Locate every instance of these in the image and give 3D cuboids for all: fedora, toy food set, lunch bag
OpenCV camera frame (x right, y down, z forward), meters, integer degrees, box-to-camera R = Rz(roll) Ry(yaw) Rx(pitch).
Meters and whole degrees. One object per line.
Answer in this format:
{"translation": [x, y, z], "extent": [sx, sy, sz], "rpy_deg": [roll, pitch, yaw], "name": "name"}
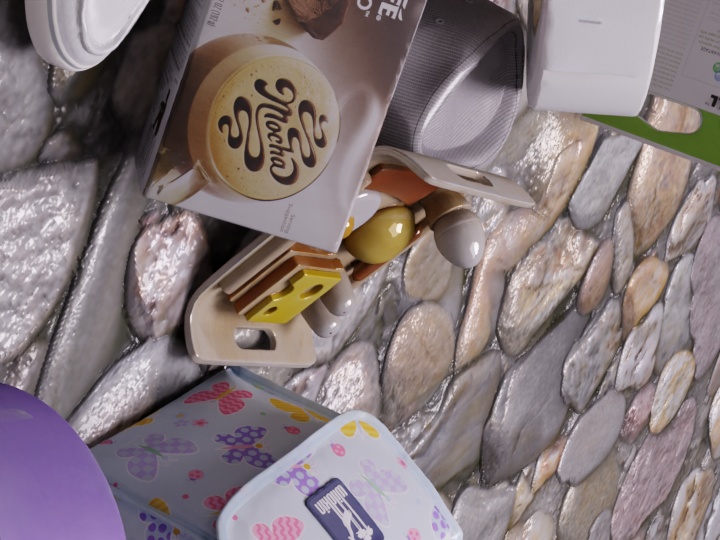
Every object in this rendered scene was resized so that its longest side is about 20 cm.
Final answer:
{"translation": [0.042, -0.116, 1.086], "extent": [0.200, 0.090, 0.178], "rpy_deg": [-32, 135, -45], "name": "fedora"}
{"translation": [0.000, 0.000, 1.049], "extent": [0.200, 0.061, 0.143], "rpy_deg": [-38, 159, 24], "name": "toy food set"}
{"translation": [-0.056, 0.155, 1.004], "extent": [0.169, 0.199, 0.128], "rpy_deg": [-28, 133, -47], "name": "lunch bag"}

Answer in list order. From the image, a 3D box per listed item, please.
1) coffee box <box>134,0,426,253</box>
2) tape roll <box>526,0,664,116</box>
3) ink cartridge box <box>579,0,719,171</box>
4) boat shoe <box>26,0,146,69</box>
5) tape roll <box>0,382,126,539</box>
{"translation": [-0.036, -0.126, 0.897], "extent": [0.112, 0.080, 0.201], "rpy_deg": [17, 105, -16], "name": "coffee box"}
{"translation": [0.148, -0.199, 1.067], "extent": [0.202, 0.070, 0.204], "rpy_deg": [4, 90, -89], "name": "tape roll"}
{"translation": [0.284, -0.192, 1.375], "extent": [0.076, 0.147, 0.202], "rpy_deg": [6, 106, -60], "name": "ink cartridge box"}
{"translation": [-0.097, -0.189, 0.816], "extent": [0.072, 0.068, 0.201], "rpy_deg": [29, 84, -60], "name": "boat shoe"}
{"translation": [-0.205, 0.148, 0.755], "extent": [0.085, 0.199, 0.202], "rpy_deg": [10, 102, -60], "name": "tape roll"}
